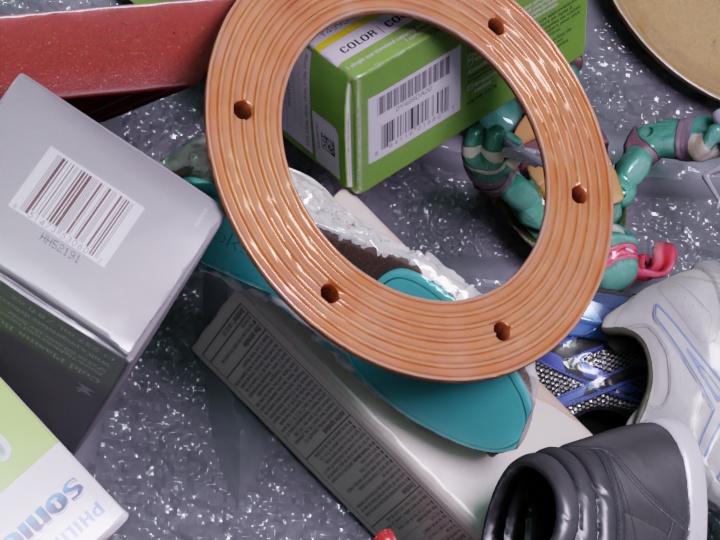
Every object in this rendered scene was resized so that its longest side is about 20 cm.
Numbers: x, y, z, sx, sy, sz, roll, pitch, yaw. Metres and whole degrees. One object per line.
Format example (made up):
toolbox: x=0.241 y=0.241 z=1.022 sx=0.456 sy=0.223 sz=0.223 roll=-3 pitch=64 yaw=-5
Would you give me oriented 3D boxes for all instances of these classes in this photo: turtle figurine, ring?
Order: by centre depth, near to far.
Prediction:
ring: x=0.021 y=-0.047 z=1.097 sx=0.200 sy=0.019 sz=0.201 roll=12 pitch=64 yaw=-27
turtle figurine: x=0.099 y=-0.060 z=1.269 sx=0.149 sy=0.101 sz=0.200 roll=-10 pitch=58 yaw=-34

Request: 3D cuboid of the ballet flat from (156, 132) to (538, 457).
ballet flat: x=0.000 y=0.000 z=1.133 sx=0.200 sy=0.072 sz=0.072 roll=35 pitch=63 yaw=-5

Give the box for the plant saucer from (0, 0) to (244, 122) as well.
plant saucer: x=-0.170 y=-0.082 z=1.143 sx=0.199 sy=0.200 sz=0.037 roll=-7 pitch=89 yaw=-21

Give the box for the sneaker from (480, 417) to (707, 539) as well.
sneaker: x=0.099 y=0.164 z=1.110 sx=0.099 sy=0.071 sz=0.201 roll=1 pitch=82 yaw=-32

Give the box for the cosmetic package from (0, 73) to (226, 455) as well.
cosmetic package: x=-0.138 y=0.009 z=1.110 sx=0.107 sy=0.200 sz=0.090 roll=32 pitch=63 yaw=-1

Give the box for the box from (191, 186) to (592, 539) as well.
box: x=0.026 y=0.069 z=1.200 sx=0.200 sy=0.095 sz=0.078 roll=46 pitch=63 yaw=1

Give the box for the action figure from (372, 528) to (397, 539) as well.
action figure: x=0.052 y=0.216 z=1.127 sx=0.065 sy=0.099 sz=0.200 roll=-29 pitch=59 yaw=-23

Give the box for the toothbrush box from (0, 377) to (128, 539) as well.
toothbrush box: x=-0.207 y=0.074 z=1.092 sx=0.086 sy=0.146 sz=0.200 roll=-41 pitch=85 yaw=-26

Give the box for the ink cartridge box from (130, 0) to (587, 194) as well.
ink cartridge box: x=-0.012 y=-0.146 z=1.232 sx=0.148 sy=0.076 sz=0.200 roll=-32 pitch=55 yaw=-26

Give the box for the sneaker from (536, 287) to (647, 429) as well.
sneaker: x=0.160 y=0.058 z=1.267 sx=0.199 sy=0.075 sz=0.079 roll=5 pitch=77 yaw=-8

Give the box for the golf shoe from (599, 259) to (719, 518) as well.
golf shoe: x=0.169 y=0.090 z=1.182 sx=0.097 sy=0.078 sz=0.200 roll=-17 pitch=59 yaw=6

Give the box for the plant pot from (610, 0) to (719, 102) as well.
plant pot: x=0.210 y=-0.169 z=1.387 sx=0.199 sy=0.027 sz=0.201 roll=7 pitch=68 yaw=-16
